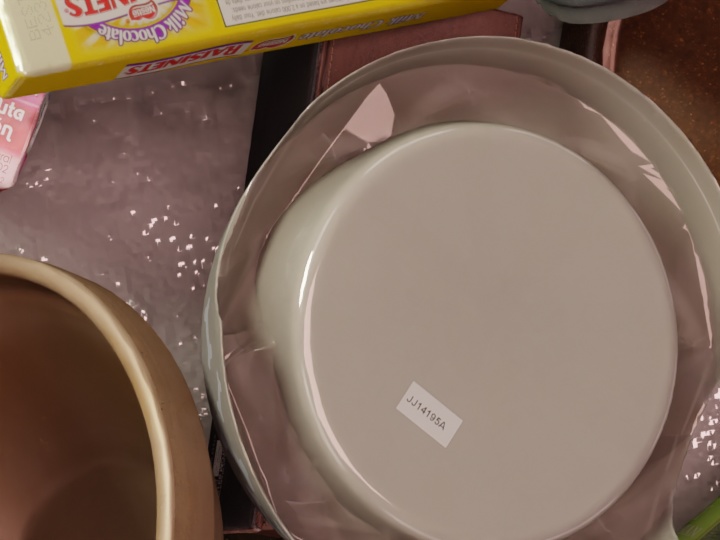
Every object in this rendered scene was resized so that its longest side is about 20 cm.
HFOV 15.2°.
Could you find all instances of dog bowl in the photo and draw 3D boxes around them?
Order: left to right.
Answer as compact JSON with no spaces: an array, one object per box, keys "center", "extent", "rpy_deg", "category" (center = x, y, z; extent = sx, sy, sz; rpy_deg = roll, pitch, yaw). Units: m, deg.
[{"center":[0.036,0.024,0.917],"extent":[0.198,0.059,0.202],"rpy_deg":[2,83,-21],"category":"dog bowl"}]

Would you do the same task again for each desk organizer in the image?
[{"center":[0.000,0.000,0.973],"extent":[0.076,0.072,0.202],"rpy_deg":[11,81,-18],"category":"desk organizer"}]

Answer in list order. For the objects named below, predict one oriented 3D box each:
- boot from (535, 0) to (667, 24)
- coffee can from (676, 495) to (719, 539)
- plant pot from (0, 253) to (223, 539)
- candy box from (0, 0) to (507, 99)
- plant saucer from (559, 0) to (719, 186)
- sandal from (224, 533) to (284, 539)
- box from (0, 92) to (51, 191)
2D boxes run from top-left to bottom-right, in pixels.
[{"center":[0.058,-0.206,0.919],"extent":[0.065,0.165,0.201],"rpy_deg":[-14,126,13],"category":"boot"},{"center":[0.187,0.131,0.993],"extent":[0.200,0.146,0.147],"rpy_deg":[-39,99,-9],"category":"coffee can"},{"center":[-0.115,0.102,0.933],"extent":[0.092,0.200,0.202],"rpy_deg":[23,85,-52],"category":"plant pot"},{"center":[-0.045,-0.123,0.915],"extent":[0.199,0.026,0.103],"rpy_deg":[-13,79,-31],"category":"candy box"},{"center":[0.164,-0.073,0.991],"extent":[0.199,0.034,0.202],"rpy_deg":[0,89,21],"category":"plant saucer"},{"center":[-0.028,0.164,0.990],"extent":[0.081,0.055,0.201],"rpy_deg":[-29,83,-29],"category":"sandal"},{"center":[-0.199,-0.103,0.928],"extent":[0.199,0.100,0.096],"rpy_deg":[21,87,-11],"category":"box"}]
